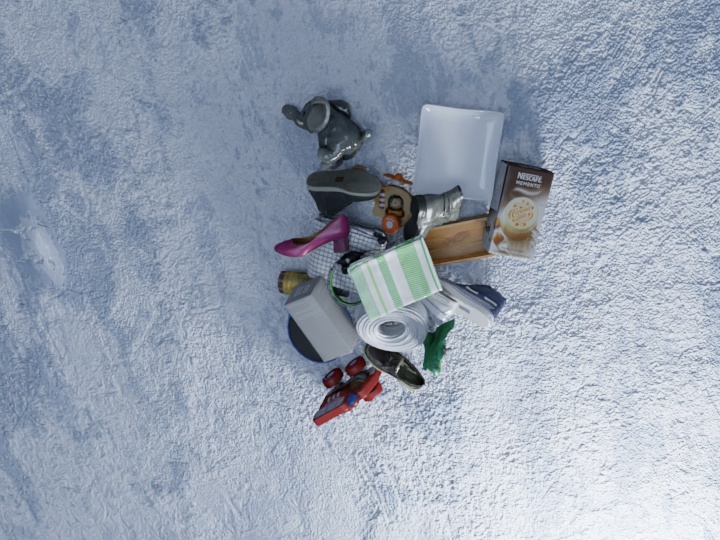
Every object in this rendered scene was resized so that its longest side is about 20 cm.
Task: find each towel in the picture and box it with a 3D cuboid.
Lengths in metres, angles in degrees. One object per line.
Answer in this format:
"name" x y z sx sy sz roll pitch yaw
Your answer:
"towel" -0.032 -0.045 1.558 0.193 0.086 0.171 16 112 9
"towel" 0.082 0.019 1.427 0.195 0.024 0.156 -22 109 9

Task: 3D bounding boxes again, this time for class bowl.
"bowl" -0.115 0.165 1.680 0.193 0.039 0.208 5 111 12

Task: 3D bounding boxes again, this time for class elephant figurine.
"elephant figurine" -0.086 -0.356 1.435 0.152 0.142 0.205 -28 86 -7

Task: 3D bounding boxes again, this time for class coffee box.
"coffee box" 0.363 -0.141 1.400 0.110 0.080 0.207 8 107 -3

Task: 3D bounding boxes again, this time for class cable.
"cable" 0.080 0.134 1.555 0.193 0.071 0.202 -10 137 16

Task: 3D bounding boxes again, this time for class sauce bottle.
"sauce bottle" -0.125 0.040 1.623 0.192 0.066 0.068 4 112 11

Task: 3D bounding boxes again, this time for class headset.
"headset" 0.000 0.000 1.466 0.122 0.094 0.202 38 97 -1

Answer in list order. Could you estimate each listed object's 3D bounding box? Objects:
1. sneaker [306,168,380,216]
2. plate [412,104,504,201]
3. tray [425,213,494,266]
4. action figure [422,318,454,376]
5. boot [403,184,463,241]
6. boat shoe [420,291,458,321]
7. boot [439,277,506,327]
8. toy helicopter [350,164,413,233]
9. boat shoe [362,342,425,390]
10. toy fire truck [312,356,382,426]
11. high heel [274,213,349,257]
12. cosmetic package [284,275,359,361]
"sneaker" -0.032 -0.188 1.490 0.194 0.076 0.108 9 147 23
"plate" 0.226 -0.275 1.409 0.192 0.032 0.207 5 106 -1
"tray" 0.232 -0.072 1.505 0.193 0.037 0.102 -10 107 17
"action figure" 0.195 0.206 1.529 0.055 0.201 0.118 44 115 -7
"boot" 0.177 -0.114 1.435 0.126 0.069 0.203 -11 147 -15
"boat shoe" 0.163 0.036 1.514 0.199 0.070 0.071 43 109 20
"boot" 0.271 0.062 1.533 0.198 0.090 0.074 35 147 26
"toy helicopter" 0.056 -0.199 1.483 0.198 0.079 0.134 39 122 11
"boat shoe" 0.097 0.254 1.634 0.197 0.075 0.065 33 158 -9
"toy fire truck" -0.032 0.341 1.655 0.197 0.169 0.114 -30 102 22
"high heel" -0.122 -0.091 1.483 0.192 0.068 0.099 -5 117 1
"cosmetic package" -0.098 0.129 1.572 0.104 0.091 0.203 -19 117 31
